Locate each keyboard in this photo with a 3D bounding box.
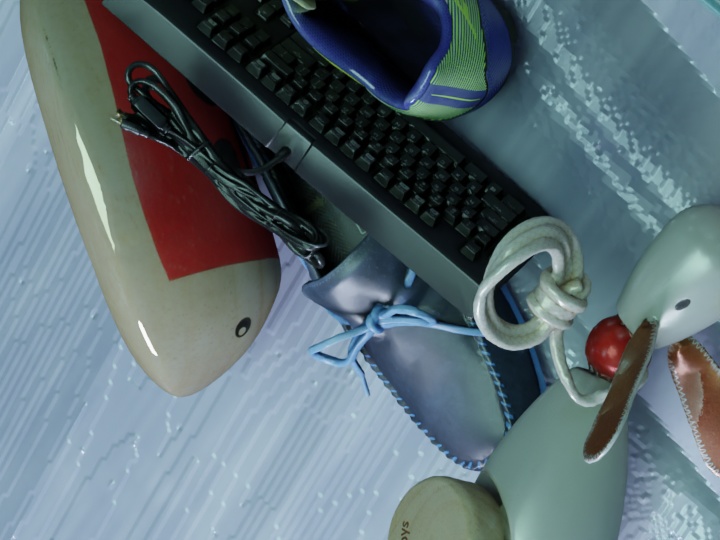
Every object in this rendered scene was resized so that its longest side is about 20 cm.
[{"bbox_3d":[-0.021,-0.055,1.070,0.200,0.127,0.021,40,133,8],"label":"keyboard"}]

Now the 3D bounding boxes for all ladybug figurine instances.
[{"bbox_3d":[-0.086,-0.049,1.131,0.071,0.136,0.201,-19,91,2],"label":"ladybug figurine"}]

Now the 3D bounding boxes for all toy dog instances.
[{"bbox_3d":[0.098,0.079,1.051,0.096,0.131,0.201,48,131,39],"label":"toy dog"}]

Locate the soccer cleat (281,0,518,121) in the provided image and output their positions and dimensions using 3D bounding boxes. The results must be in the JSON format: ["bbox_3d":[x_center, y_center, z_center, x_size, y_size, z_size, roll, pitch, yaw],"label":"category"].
[{"bbox_3d":[-0.020,-0.136,1.092,0.200,0.084,0.065,43,118,17],"label":"soccer cleat"}]

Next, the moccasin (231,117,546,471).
[{"bbox_3d":[0.000,0.000,1.115,0.080,0.068,0.201,-41,77,30],"label":"moccasin"}]

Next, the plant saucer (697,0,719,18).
[{"bbox_3d":[0.166,-0.163,0.886,0.070,0.019,0.201,46,123,35],"label":"plant saucer"}]
